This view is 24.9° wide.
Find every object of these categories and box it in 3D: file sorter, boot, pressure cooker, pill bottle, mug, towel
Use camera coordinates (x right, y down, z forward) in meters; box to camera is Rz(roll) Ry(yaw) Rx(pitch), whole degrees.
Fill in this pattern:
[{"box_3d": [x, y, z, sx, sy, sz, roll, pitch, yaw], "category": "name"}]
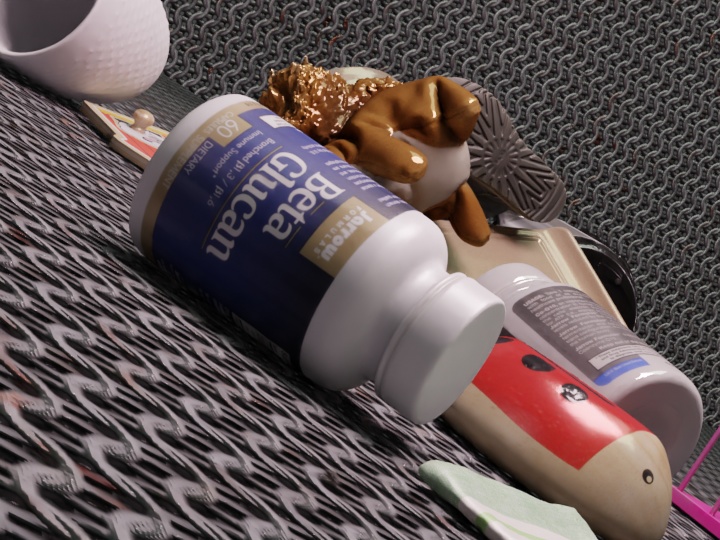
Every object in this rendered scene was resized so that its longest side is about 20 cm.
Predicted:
[{"box_3d": [0.410, 0.225, 1.489, 0.139, 0.126, 0.200, 30, 6, -37], "category": "file sorter"}, {"box_3d": [0.088, -0.107, 1.536, 0.182, 0.073, 0.200, 49, -11, -20], "category": "boot"}, {"box_3d": [0.196, 0.025, 1.810, 0.178, 0.176, 0.200, 30, 4, -19], "category": "pressure cooker"}, {"box_3d": [0.156, 0.079, 1.236, 0.114, 0.114, 0.200, 30, 9, -37], "category": "pill bottle"}, {"box_3d": [-0.240, -0.251, 1.494, 0.147, 0.200, 0.175, 30, -4, 25], "category": "mug"}, {"box_3d": [0.135, 0.163, 0.803, 0.200, 0.023, 0.152, 37, 6, 40], "category": "towel"}, {"box_3d": [-0.022, -0.004, 0.910, 0.200, 0.111, 0.111, 35, 4, 19], "category": "pill bottle"}]

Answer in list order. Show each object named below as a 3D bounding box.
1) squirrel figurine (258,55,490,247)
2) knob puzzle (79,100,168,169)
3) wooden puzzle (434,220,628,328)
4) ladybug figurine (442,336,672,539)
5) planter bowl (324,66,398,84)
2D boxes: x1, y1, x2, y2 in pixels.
[{"box_3d": [-0.014, -0.091, 1.381, 0.200, 0.186, 0.142, 47, -29, 44], "category": "squirrel figurine"}, {"box_3d": [-0.134, -0.092, 1.446, 0.219, 0.031, 0.220, 28, 11, -6], "category": "knob puzzle"}, {"box_3d": [0.133, 0.032, 1.429, 0.199, 0.037, 0.185, 0, 47, -32], "category": "wooden puzzle"}, {"box_3d": [0.126, 0.104, 1.074, 0.200, 0.072, 0.136, 36, 5, 31], "category": "ladybug figurine"}, {"box_3d": [-0.019, -0.116, 1.874, 0.200, 0.200, 0.135, 28, 34, -50], "category": "planter bowl"}]
